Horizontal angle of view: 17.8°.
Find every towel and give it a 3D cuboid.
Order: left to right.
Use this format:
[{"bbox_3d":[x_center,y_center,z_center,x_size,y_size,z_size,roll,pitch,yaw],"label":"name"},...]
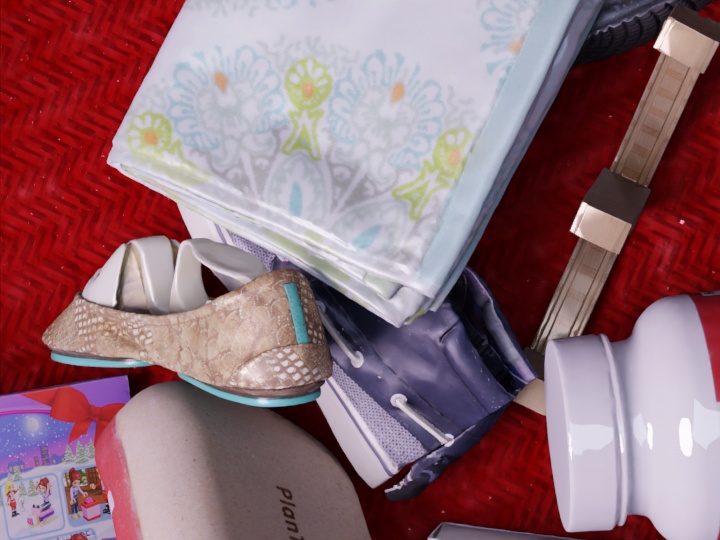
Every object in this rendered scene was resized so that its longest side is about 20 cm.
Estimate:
[{"bbox_3d":[0.001,-0.096,1.018,0.170,0.048,0.201,27,83,17],"label":"towel"}]

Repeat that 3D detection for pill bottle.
[{"bbox_3d":[0.184,0.063,1.013,0.198,0.112,0.113,-6,89,-1],"label":"pill bottle"}]

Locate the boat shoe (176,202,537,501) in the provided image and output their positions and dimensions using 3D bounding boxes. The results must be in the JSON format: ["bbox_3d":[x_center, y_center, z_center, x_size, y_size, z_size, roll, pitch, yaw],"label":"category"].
[{"bbox_3d":[0.000,0.000,1.056,0.093,0.075,0.201,-35,91,33],"label":"boat shoe"}]

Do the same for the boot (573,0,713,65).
[{"bbox_3d":[0.072,-0.156,1.067,0.198,0.070,0.133,-20,82,2],"label":"boot"}]

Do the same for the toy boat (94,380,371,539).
[{"bbox_3d":[-0.069,0.150,1.032,0.131,0.130,0.201,-47,39,26],"label":"toy boat"}]

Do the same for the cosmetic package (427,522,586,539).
[{"bbox_3d":[0.072,0.224,1.059,0.103,0.073,0.202,7,90,7],"label":"cosmetic package"}]

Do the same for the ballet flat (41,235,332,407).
[{"bbox_3d":[-0.080,0.017,1.038,0.199,0.070,0.066,6,100,49],"label":"ballet flat"}]

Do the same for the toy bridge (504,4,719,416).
[{"bbox_3d":[0.116,-0.027,1.056,0.027,0.067,0.201,24,112,6],"label":"toy bridge"}]

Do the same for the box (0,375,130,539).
[{"bbox_3d":[-0.184,0.129,1.043,0.039,0.199,0.138,-10,88,49],"label":"box"}]
